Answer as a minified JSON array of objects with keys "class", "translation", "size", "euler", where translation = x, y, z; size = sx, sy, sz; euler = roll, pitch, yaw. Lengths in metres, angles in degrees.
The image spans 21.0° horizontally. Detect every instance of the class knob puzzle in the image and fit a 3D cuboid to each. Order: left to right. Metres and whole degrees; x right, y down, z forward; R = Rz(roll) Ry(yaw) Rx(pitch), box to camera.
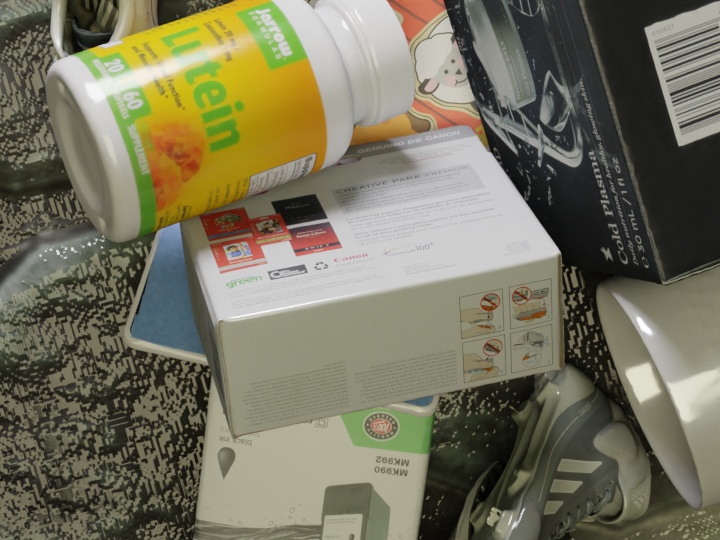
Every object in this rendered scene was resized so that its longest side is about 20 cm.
[{"class":"knob puzzle","translation":[0.006,-0.126,1.228],"size":[0.219,0.030,0.220],"euler":[0,102,2]}]

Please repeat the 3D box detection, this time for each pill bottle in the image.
[{"class":"pill bottle","translation":[-0.073,-0.100,1.140],"size":[0.200,0.111,0.111],"euler":[-21,101,-19]}]

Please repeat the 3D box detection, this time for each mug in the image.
[{"class":"mug","translation":[0.259,0.064,1.152],"size":[0.175,0.148,0.200],"euler":[-23,93,-3]}]

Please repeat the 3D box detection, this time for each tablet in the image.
[{"class":"tablet","translation":[-0.037,0.013,1.216],"size":[0.199,0.014,0.130],"euler":[13,61,3]}]

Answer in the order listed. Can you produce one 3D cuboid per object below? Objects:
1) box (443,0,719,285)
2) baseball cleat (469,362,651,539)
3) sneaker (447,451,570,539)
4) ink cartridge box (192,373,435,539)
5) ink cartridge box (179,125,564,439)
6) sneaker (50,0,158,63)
[{"class":"box","translation":[0.155,-0.110,1.131],"size":[0.124,0.197,0.200],"euler":[-21,100,-14]},{"class":"baseball cleat","translation":[0.129,0.143,1.205],"size":[0.106,0.200,0.070],"euler":[35,138,-8]},{"class":"sneaker","translation":[0.071,0.199,1.239],"size":[0.074,0.079,0.200],"euler":[37,59,-13]},{"class":"ink cartridge box","translation":[-0.031,0.150,1.257],"size":[0.146,0.084,0.201],"euler":[7,102,0]},{"class":"ink cartridge box","translation":[0.000,0.000,1.154],"size":[0.199,0.176,0.084],"euler":[-11,122,-9]},{"class":"sneaker","translation":[-0.159,-0.130,1.188],"size":[0.073,0.071,0.200],"euler":[11,122,24]}]
